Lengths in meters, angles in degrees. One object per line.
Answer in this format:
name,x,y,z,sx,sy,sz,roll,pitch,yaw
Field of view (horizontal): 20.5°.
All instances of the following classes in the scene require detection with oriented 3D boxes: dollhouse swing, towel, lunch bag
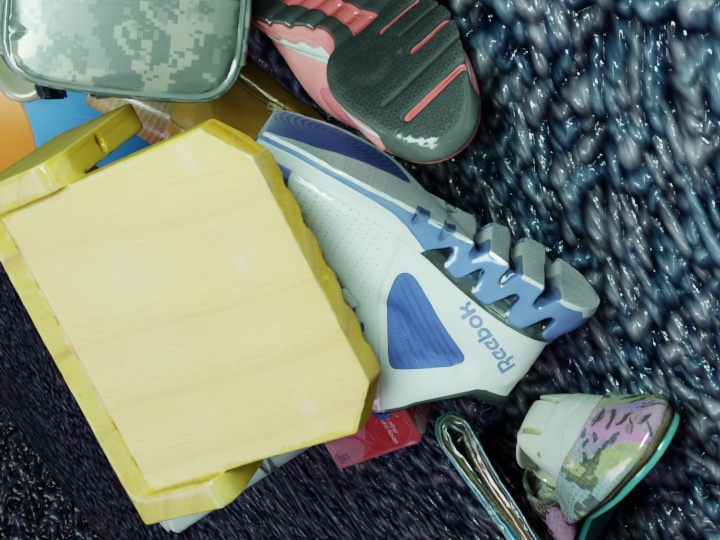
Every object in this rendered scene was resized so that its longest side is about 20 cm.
dollhouse swing,-0.075,0.002,1.059,0.201,0.175,0.182,63,-159,-11
towel,0.100,0.155,1.232,0.147,0.022,0.200,55,-178,12
lunch bag,-0.130,-0.188,1.087,0.168,0.139,0.201,-134,48,-78

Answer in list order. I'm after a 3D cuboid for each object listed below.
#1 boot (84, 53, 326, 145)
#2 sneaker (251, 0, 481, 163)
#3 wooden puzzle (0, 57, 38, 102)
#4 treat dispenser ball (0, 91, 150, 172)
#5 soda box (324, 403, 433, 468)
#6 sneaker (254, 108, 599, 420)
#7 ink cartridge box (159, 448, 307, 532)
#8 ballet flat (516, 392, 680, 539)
boot,-0.087,-0.124,1.266,0.143,0.202,0.071,26,124,-10
sneaker,0.014,-0.104,1.061,0.200,0.074,0.087,47,173,48
wooden puzzle,-0.222,-0.240,1.297,0.185,0.037,0.200,49,117,27
treat dispenser ball,-0.229,-0.138,1.433,0.201,0.200,0.201,51,162,24
soda box,-0.027,0.031,1.303,0.200,0.070,0.064,59,-156,-26
sneaker,0.011,0.012,1.029,0.199,0.115,0.081,31,-163,-1
ink cartridge box,-0.092,0.069,1.399,0.147,0.199,0.084,61,166,-8
ballet flat,0.118,0.103,1.089,0.071,0.069,0.200,35,162,9
